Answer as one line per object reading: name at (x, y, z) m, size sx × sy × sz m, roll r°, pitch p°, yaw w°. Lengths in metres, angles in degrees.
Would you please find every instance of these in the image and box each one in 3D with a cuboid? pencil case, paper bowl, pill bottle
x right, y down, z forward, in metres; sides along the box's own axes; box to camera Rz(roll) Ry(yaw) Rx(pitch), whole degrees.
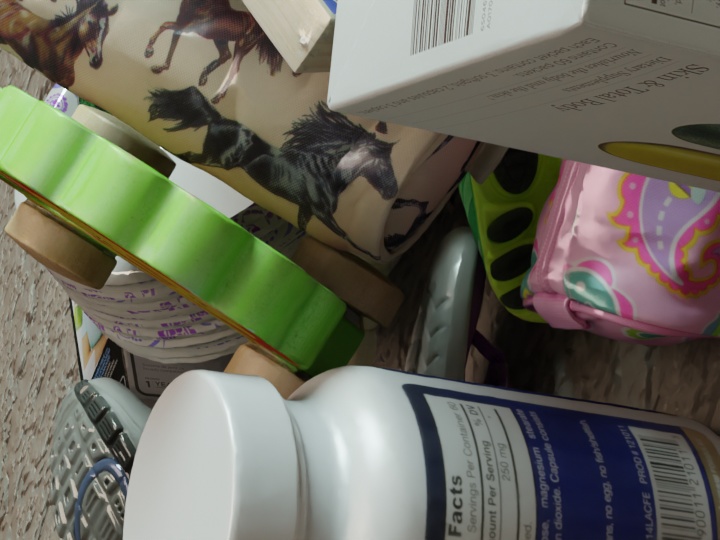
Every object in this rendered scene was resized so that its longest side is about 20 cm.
pencil case at (0.109, -0.074, 0.826) m, size 0.087 × 0.087 × 0.202 m, roll 10°, pitch 91°, yaw 65°
paper bowl at (-0.049, -0.045, 1.065) m, size 0.199 × 0.105 × 0.202 m, roll -21°, pitch 41°, yaw 19°
pencil case at (-0.046, -0.077, 0.852) m, size 0.089 × 0.199 × 0.078 m, roll -44°, pitch -21°, yaw -53°
pill bottle at (0.027, 0.094, 0.797) m, size 0.116 × 0.199 × 0.117 m, roll -36°, pitch 48°, yaw 56°

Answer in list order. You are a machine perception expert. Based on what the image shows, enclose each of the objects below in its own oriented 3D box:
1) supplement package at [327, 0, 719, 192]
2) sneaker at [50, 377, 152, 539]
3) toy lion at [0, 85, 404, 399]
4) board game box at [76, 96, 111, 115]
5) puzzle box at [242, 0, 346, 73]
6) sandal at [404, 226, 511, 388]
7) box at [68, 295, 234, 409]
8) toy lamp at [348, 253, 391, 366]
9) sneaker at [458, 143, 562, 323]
supplement package at (0.116, -0.110, 0.685) m, size 0.152 × 0.199 × 0.152 m, roll -10°, pitch 72°, yaw 63°
sneaker at (-0.064, 0.128, 1.033) m, size 0.200 × 0.087 × 0.075 m, roll 52°, pitch 129°, yaw 16°
toy lion at (-0.082, -0.019, 0.850) m, size 0.199 × 0.192 × 0.069 m, roll 31°, pitch 86°, yaw 30°
board game box at (-0.086, -0.156, 0.926) m, size 0.104 × 0.023 × 0.202 m, roll 12°, pitch 113°, yaw 43°
puzzle box at (-0.023, -0.149, 0.795) m, size 0.201 × 0.133 × 0.025 m, roll 55°, pitch 128°, yaw 23°
sandal at (0.040, 0.084, 0.958) m, size 0.082 × 0.049 × 0.204 m, roll -149°, pitch 67°, yaw -81°
box at (-0.082, 0.012, 1.161) m, size 0.201 × 0.116 × 0.060 m, roll -105°, pitch 32°, yaw -41°
toy lamp at (0.000, 0.000, 0.948) m, size 0.058 × 0.058 × 0.202 m, roll -154°, pitch 73°, yaw -64°
sneaker at (0.058, -0.081, 0.903) m, size 0.084 × 0.073 × 0.202 m, roll -124°, pitch 28°, yaw -68°
